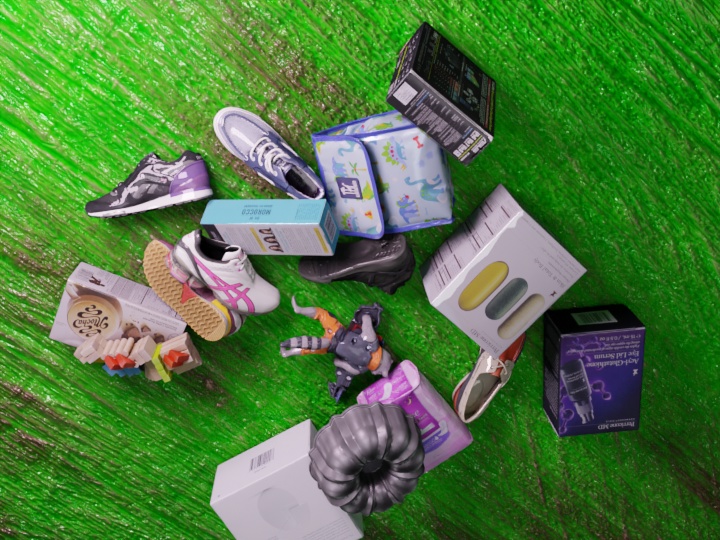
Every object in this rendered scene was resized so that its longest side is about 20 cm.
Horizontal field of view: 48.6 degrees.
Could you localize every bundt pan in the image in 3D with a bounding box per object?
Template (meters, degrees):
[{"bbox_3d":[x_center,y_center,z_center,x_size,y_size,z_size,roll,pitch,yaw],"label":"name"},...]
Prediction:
[{"bbox_3d":[0.018,0.319,1.305,0.200,0.076,0.203,-7,118,-14],"label":"bundt pan"}]

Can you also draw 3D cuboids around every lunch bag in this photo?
[{"bbox_3d":[0.036,-0.149,1.233,0.198,0.128,0.171,-8,114,13],"label":"lunch bag"}]

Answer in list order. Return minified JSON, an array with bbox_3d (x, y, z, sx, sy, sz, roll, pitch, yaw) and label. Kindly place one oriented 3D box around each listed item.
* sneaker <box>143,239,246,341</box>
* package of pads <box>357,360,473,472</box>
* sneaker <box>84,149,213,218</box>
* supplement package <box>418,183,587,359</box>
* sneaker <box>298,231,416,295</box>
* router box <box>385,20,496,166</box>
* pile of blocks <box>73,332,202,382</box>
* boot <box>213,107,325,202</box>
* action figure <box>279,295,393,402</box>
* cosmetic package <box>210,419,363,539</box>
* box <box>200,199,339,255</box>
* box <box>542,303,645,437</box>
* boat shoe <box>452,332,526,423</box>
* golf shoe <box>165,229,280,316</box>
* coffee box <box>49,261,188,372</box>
[{"bbox_3d":[-0.272,0.029,1.309,0.075,0.090,0.200,-43,82,22],"label":"sneaker"},{"bbox_3d":[0.097,0.260,1.390,0.120,0.076,0.200,-36,123,6],"label":"package of pads"},{"bbox_3d":[-0.335,-0.137,1.249,0.198,0.076,0.088,-12,96,-2],"label":"sneaker"},{"bbox_3d":[0.221,-0.001,1.278,0.152,0.151,0.200,39,104,-16],"label":"supplement package"},{"bbox_3d":[0.000,0.000,1.304,0.198,0.077,0.114,-11,144,21],"label":"sneaker"},{"bbox_3d":[0.121,-0.258,1.150,0.149,0.201,0.062,36,125,-14],"label":"router box"},{"bbox_3d":[-0.354,0.148,1.263,0.198,0.062,0.083,0,113,-2],"label":"pile of blocks"},{"bbox_3d":[-0.135,-0.177,1.217,0.199,0.090,0.073,36,90,-18],"label":"boot"},{"bbox_3d":[-0.041,0.146,1.347,0.192,0.105,0.201,15,109,-2],"label":"action figure"},{"bbox_3d":[-0.128,0.412,1.429,0.198,0.123,0.201,-27,109,7],"label":"cosmetic package"},{"bbox_3d":[-0.139,-0.067,1.235,0.198,0.049,0.083,2,146,18],"label":"box"},{"bbox_3d":[0.399,0.172,1.379,0.147,0.104,0.202,-6,110,-2],"label":"box"},{"bbox_3d":[0.228,0.176,1.393,0.071,0.063,0.201,30,105,-11],"label":"boat shoe"},{"bbox_3d":[-0.201,0.007,1.254,0.199,0.073,0.092,29,129,-29],"label":"golf shoe"},{"bbox_3d":[-0.389,0.083,1.312,0.199,0.080,0.114,22,109,-11],"label":"coffee box"}]
